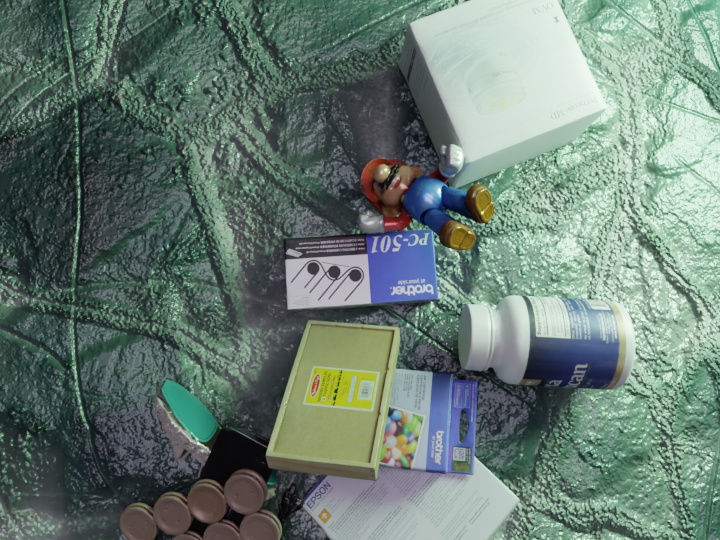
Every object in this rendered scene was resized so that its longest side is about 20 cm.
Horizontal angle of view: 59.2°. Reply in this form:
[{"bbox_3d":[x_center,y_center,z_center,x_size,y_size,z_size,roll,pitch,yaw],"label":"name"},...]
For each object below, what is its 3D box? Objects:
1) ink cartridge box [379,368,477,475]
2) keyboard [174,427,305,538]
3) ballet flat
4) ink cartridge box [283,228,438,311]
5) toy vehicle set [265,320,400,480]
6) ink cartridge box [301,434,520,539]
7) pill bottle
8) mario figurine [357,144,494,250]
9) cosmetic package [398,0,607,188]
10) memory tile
[{"bbox_3d":[0.045,0.184,0.790,0.197,0.042,0.121,4,71,8],"label":"ink cartridge box"},{"bbox_3d":[-0.142,0.289,0.757,0.126,0.021,0.202,27,105,4],"label":"keyboard"},{"bbox_3d":[-0.192,0.226,0.788,0.200,0.072,0.072,42,82,3],"label":"ballet flat"},{"bbox_3d":[0.000,0.000,0.841,0.197,0.044,0.095,-4,83,-3],"label":"ink cartridge box"},{"bbox_3d":[-0.026,0.146,0.758,0.123,0.027,0.201,4,44,11],"label":"toy vehicle set"},{"bbox_3d":[0.060,0.290,0.792,0.200,0.043,0.196,41,82,20],"label":"ink cartridge box"},{"bbox_3d":[0.229,0.090,0.803,0.197,0.111,0.113,3,81,-1],"label":"pill bottle"},{"bbox_3d":[0.062,-0.097,0.792,0.123,0.199,0.107,-27,125,-27],"label":"mario figurine"},{"bbox_3d":[0.182,-0.248,0.850,0.197,0.123,0.202,-22,84,-5],"label":"cosmetic package"},{"bbox_3d":[-0.182,0.326,0.753,0.198,0.017,0.155,-20,97,14],"label":"memory tile"}]
